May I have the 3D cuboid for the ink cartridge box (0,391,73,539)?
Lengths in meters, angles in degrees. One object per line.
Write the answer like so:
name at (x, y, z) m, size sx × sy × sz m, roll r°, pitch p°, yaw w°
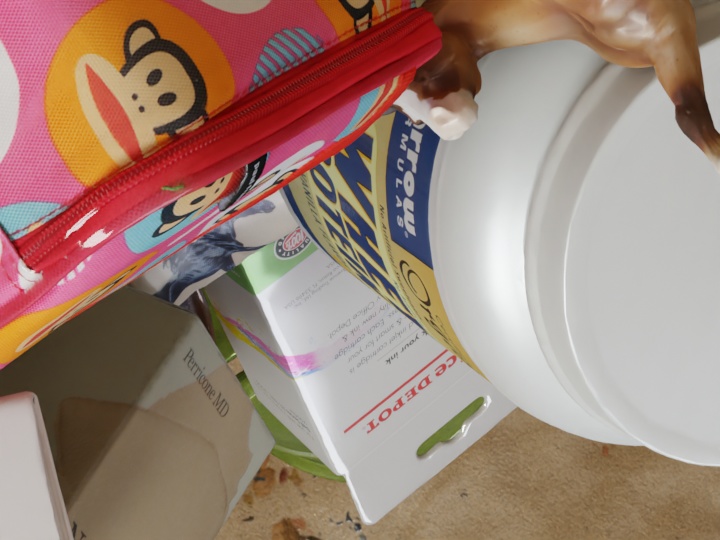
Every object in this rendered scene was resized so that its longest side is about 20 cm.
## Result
ink cartridge box at (-0.180, 0.097, 0.764) m, size 0.198 × 0.085 × 0.145 m, roll -12°, pitch 177°, yaw -9°

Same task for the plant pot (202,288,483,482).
plant pot at (-0.040, 0.007, 1.259) m, size 0.199 × 0.201 × 0.190 m, roll -31°, pitch 167°, yaw 23°

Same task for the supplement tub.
supplement tub at (0.066, -0.036, 0.777) m, size 0.144 × 0.145 × 0.200 m, roll -31°, pitch -153°, yaw -12°

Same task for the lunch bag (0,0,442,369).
lunch bag at (-0.082, -0.028, 0.659) m, size 0.199 × 0.082 × 0.176 m, roll -30°, pitch -176°, yaw 34°

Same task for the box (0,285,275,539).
box at (-0.122, 0.104, 0.912) m, size 0.201 × 0.077 × 0.095 m, roll -58°, pitch 148°, yaw -19°

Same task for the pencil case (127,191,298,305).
pencil case at (-0.015, -0.060, 0.953) m, size 0.199 × 0.078 × 0.090 m, roll -31°, pitch -162°, yaw 10°

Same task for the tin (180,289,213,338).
tin at (-0.130, 0.048, 0.999) m, size 0.042 × 0.113 × 0.199 m, roll 3°, pitch -172°, yaw 36°

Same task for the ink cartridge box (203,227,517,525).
ink cartridge box at (0.000, 0.000, 1.105) m, size 0.117 × 0.067 × 0.201 m, roll -38°, pitch 138°, yaw -15°

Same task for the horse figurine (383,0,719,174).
horse figurine at (0.085, -0.107, 0.644) m, size 0.132 × 0.050 × 0.201 m, roll 33°, pitch -81°, yaw 55°
